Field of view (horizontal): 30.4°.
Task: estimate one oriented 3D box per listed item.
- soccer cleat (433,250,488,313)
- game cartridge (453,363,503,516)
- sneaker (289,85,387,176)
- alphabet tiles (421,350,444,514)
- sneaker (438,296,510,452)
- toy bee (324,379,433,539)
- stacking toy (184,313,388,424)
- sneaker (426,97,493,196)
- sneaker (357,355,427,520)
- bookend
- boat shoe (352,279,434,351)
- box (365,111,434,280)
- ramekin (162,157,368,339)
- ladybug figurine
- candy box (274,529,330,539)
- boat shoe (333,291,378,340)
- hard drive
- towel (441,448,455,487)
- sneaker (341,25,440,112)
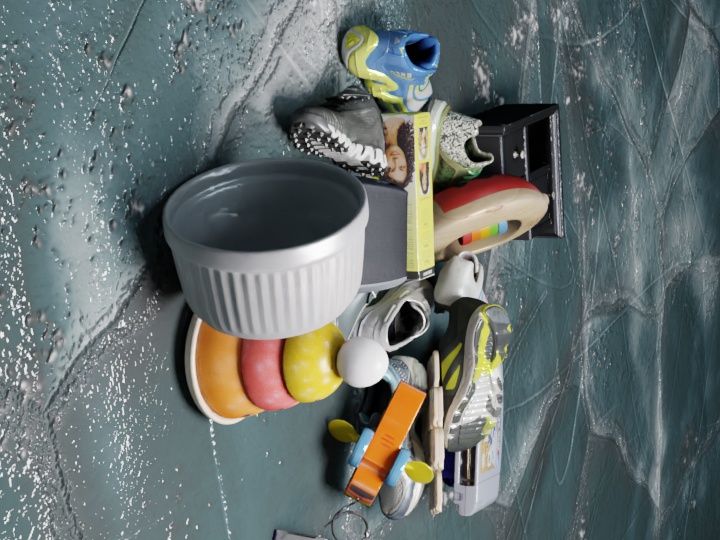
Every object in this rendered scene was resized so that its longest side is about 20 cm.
[{"bbox_3d":[0.141,0.019,1.754,0.200,0.069,0.088,-1,107,-81],"label":"soccer cleat"},{"bbox_3d":[0.157,0.212,1.743,0.133,0.041,0.204,3,88,-67],"label":"game cartridge"},{"bbox_3d":[-0.024,-0.171,1.508,0.199,0.066,0.092,19,73,-63],"label":"sneaker"},{"bbox_3d":[0.090,0.207,1.683,0.200,0.014,0.199,99,-10,-78],"label":"alphabet tiles"},{"bbox_3d":[0.134,0.127,1.655,0.074,0.084,0.203,3,108,-31],"label":"sneaker"},{"bbox_3d":[0.008,0.228,1.563,0.199,0.131,0.109,-39,170,-22],"label":"toy bee"},{"bbox_3d":[-0.063,0.088,1.323,0.145,0.197,0.149,-9,100,-59],"label":"stacking toy"},{"bbox_3d":[0.130,-0.136,1.737,0.201,0.087,0.078,74,36,-54],"label":"sneaker"},{"bbox_3d":[0.029,0.206,1.642,0.086,0.077,0.204,8,78,-48],"label":"sneaker"},{"bbox_3d":[0.210,-0.125,1.891,0.199,0.091,0.202,-25,114,-56],"label":"bookend"},{"bbox_3d":[0.056,0.061,1.664,0.200,0.064,0.075,-37,123,-54],"label":"boat shoe"},{"bbox_3d":[0.048,-0.092,1.630,0.050,0.074,0.204,-19,108,-60],"label":"box"},{"bbox_3d":[-0.087,-0.020,1.284,0.200,0.197,0.106,-46,140,-49],"label":"ramekin"},{"bbox_3d":[0.151,-0.073,1.736,0.136,0.197,0.073,106,-36,-66],"label":"ladybug figurine"},{"bbox_3d":[-0.036,0.401,1.528,0.200,0.071,0.170,33,65,-56],"label":"candy box"},{"bbox_3d":[0.000,0.000,1.563,0.073,0.061,0.203,46,54,-54],"label":"boat shoe"},{"bbox_3d":[-0.024,-0.039,1.480,0.198,0.042,0.137,0,93,-41],"label":"hard drive"},{"bbox_3d":[0.141,0.193,1.807,0.148,0.049,0.203,49,47,-73],"label":"towel"},{"bbox_3d":[0.062,-0.238,1.607,0.199,0.104,0.077,19,77,-59],"label":"sneaker"}]
